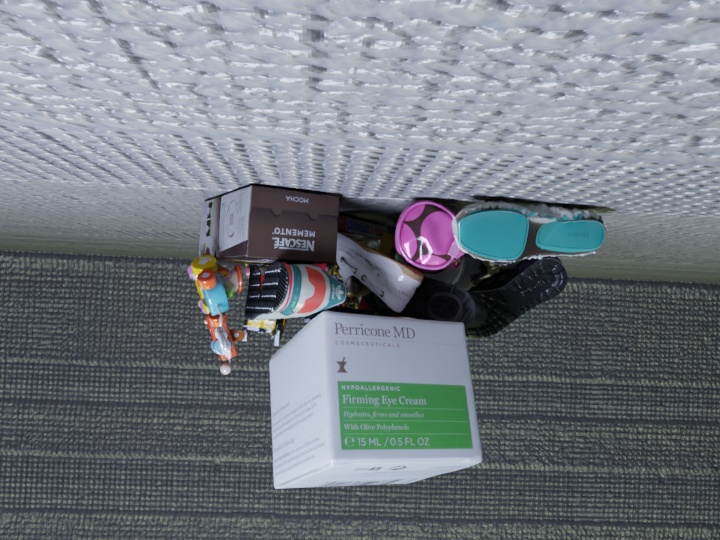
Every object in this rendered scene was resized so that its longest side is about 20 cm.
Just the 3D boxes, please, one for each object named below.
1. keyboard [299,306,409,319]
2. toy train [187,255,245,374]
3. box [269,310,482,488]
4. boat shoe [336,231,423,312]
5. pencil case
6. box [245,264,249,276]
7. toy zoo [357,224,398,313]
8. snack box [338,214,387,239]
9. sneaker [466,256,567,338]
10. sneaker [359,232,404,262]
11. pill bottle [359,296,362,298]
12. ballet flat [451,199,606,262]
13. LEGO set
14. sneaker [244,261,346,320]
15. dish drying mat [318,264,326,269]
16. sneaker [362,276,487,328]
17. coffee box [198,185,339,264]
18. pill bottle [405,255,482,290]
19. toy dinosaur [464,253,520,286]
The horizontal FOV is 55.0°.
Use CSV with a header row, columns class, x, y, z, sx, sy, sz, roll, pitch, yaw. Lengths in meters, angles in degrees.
class,x,y,z,sx,sy,sz,roll,pitch,yaw
keyboard,-0.024,0.063,0.947,0.197,0.021,0.127,9,-176,-1
toy train,-0.169,0.052,0.870,0.055,0.152,0.200,-19,178,-17
box,0.010,0.166,0.848,0.197,0.173,0.200,6,154,-25
boat shoe,0.000,0.000,0.923,0.070,0.070,0.199,24,-177,-37
pencil case,0.093,-0.037,0.883,0.093,0.091,0.200,38,-176,6
box,-0.138,-0.031,1.200,0.098,0.097,0.200,5,178,-3
toy zoo,0.028,0.021,1.077,0.020,0.202,0.131,18,172,8
snack box,-0.030,-0.067,1.056,0.071,0.025,0.199,3,179,26
sneaker,0.213,0.035,1.045,0.198,0.076,0.088,-25,-165,13
sneaker,0.004,-0.043,1.194,0.197,0.078,0.092,-8,-142,-3
pill bottle,0.049,0.018,1.253,0.199,0.111,0.109,36,-162,33
ballet flat,0.188,-0.047,0.804,0.197,0.073,0.072,3,178,-18
LEGO set,-0.099,0.046,1.045,0.198,0.155,0.116,15,-152,-3
sneaker,-0.080,0.029,0.828,0.092,0.071,0.199,9,173,-20
dish drying mat,-0.050,0.006,1.135,0.076,0.018,0.201,10,145,-2
sneaker,0.084,0.040,0.952,0.199,0.077,0.090,23,-175,36
coffee box,-0.118,-0.049,0.852,0.112,0.081,0.199,5,177,-27
pill bottle,0.155,-0.011,1.117,0.114,0.117,0.199,1,178,29
toy dinosaur,0.211,-0.029,1.004,0.102,0.078,0.199,-19,172,37
